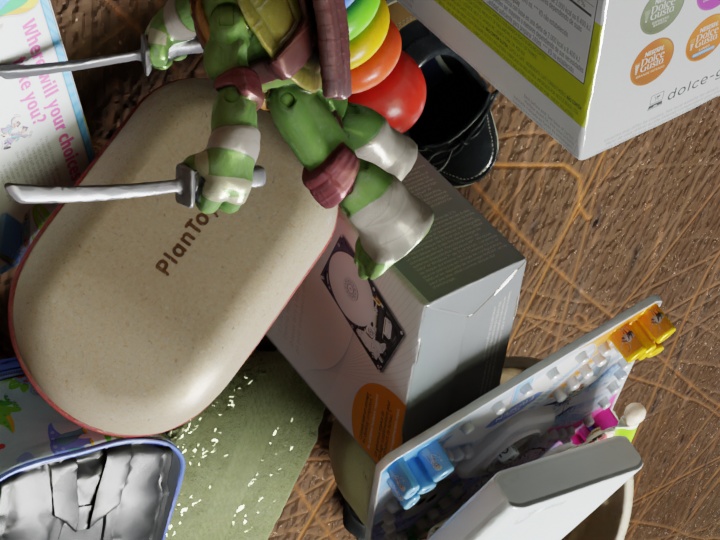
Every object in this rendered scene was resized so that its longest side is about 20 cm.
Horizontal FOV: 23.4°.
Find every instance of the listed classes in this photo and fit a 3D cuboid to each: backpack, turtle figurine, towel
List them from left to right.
[{"bbox_3d":[-0.210,0.138,1.026,0.182,0.147,0.201,-10,138,-39],"label":"backpack"},{"bbox_3d":[-0.100,0.138,1.230,0.148,0.036,0.201,2,118,-46],"label":"towel"},{"bbox_3d":[-0.067,-0.071,0.853,0.194,0.144,0.201,42,77,-28],"label":"turtle figurine"}]

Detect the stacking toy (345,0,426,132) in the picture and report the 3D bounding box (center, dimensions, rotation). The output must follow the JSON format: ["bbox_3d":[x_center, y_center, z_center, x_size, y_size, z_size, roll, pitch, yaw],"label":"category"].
[{"bbox_3d":[-0.020,-0.144,0.952,0.085,0.085,0.200,-40,139,-6],"label":"stacking toy"}]

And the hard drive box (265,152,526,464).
[{"bbox_3d":[0.000,0.000,1.049,0.076,0.200,0.157,-22,141,-28],"label":"hard drive box"}]

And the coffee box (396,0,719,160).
[{"bbox_3d":[0.143,-0.222,0.957,0.199,0.200,0.199,-26,142,-25],"label":"coffee box"}]

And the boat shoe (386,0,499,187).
[{"bbox_3d":[0.051,-0.102,1.118,0.075,0.062,0.200,-43,148,-3],"label":"boat shoe"}]

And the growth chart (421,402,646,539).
[{"bbox_3d":[0.092,0.157,1.106,0.199,0.018,0.145,-31,158,-7],"label":"growth chart"}]

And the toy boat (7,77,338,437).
[{"bbox_3d":[-0.108,-0.001,0.969,0.201,0.130,0.131,-54,-177,-15],"label":"toy boat"}]

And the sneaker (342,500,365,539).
[{"bbox_3d":[0.067,0.179,1.447,0.199,0.073,0.112,-2,133,-35],"label":"sneaker"}]

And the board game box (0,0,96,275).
[{"bbox_3d":[-0.210,-0.072,0.896,0.134,0.034,0.201,-31,145,-18],"label":"board game box"}]

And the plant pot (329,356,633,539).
[{"bbox_3d":[0.067,0.144,1.262,0.199,0.183,0.203,-4,100,-20],"label":"plant pot"}]

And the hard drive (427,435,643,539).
[{"bbox_3d":[0.069,0.176,1.055,0.131,0.026,0.200,-9,149,-47],"label":"hard drive"}]

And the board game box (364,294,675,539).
[{"bbox_3d":[0.094,0.112,1.074,0.199,0.026,0.200,-30,158,-16],"label":"board game box"}]
